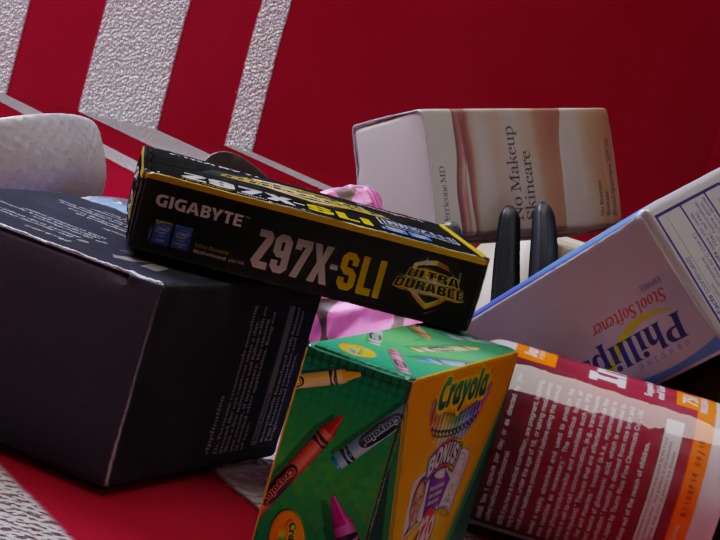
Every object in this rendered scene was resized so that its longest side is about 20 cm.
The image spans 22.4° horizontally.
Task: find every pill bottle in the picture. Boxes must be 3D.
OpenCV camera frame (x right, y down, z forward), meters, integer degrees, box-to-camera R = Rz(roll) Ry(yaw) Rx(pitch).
[{"bbox_3d":[0.113,0.107,1.080,0.200,0.113,0.113,16,7,5],"label":"pill bottle"}]

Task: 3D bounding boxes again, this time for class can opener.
[{"bbox_3d":[0.119,0.045,1.320,0.063,0.200,0.079,-8,-18,13],"label":"can opener"}]

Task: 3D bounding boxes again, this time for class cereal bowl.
[{"bbox_3d":[-0.281,-0.045,1.350,0.200,0.083,0.200,-17,-7,-2],"label":"cereal bowl"}]

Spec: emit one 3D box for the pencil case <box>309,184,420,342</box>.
[{"bbox_3d":[0.010,0.028,1.227,0.091,0.094,0.200,4,44,-38],"label":"pencil case"}]

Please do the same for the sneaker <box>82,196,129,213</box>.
[{"bbox_3d":[-0.231,-0.002,1.265,0.200,0.066,0.078,-8,36,-22],"label":"sneaker"}]

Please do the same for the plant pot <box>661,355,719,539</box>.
[{"bbox_3d":[0.275,0.119,1.207,0.186,0.186,0.200,13,-8,-23],"label":"plant pot"}]

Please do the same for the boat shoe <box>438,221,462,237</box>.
[{"bbox_3d":[0.000,0.000,1.348,0.200,0.071,0.072,-6,-6,33],"label":"boat shoe"}]

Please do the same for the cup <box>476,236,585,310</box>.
[{"bbox_3d":[0.152,0.041,1.562,0.200,0.143,0.200,16,7,-2],"label":"cup"}]

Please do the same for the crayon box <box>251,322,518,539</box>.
[{"bbox_3d":[0.016,0.095,0.940,0.058,0.119,0.200,18,8,18],"label":"crayon box"}]

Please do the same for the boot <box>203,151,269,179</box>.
[{"bbox_3d":[-0.124,-0.029,1.485,0.200,0.064,0.186,15,-37,53],"label":"boot"}]

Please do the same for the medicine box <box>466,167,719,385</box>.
[{"bbox_3d":[0.198,0.015,1.207,0.200,0.103,0.182,-24,-8,-48],"label":"medicine box"}]

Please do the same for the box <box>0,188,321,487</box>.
[{"bbox_3d":[-0.160,0.031,1.052,0.197,0.117,0.200,19,7,23],"label":"box"}]

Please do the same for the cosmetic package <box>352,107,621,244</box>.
[{"bbox_3d":[0.101,-0.073,1.421,0.200,0.103,0.087,-6,-3,-38],"label":"cosmetic package"}]

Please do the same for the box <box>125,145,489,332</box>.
[{"bbox_3d":[-0.037,-0.021,1.067,0.200,0.049,0.160,15,8,-8],"label":"box"}]
